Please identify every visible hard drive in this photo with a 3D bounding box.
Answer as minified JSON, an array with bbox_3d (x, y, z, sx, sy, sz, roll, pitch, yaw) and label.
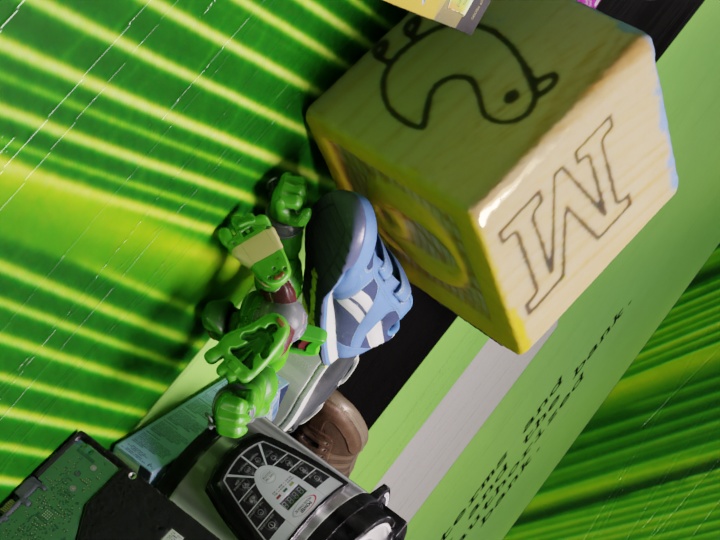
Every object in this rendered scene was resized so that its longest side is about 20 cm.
[{"bbox_3d":[-0.175,0.224,1.163,0.140,0.199,0.038,-46,162,-31],"label":"hard drive"}]

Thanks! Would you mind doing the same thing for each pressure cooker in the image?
[{"bbox_3d":[-0.064,0.233,1.322,0.177,0.199,0.178,-59,161,10],"label":"pressure cooker"}]

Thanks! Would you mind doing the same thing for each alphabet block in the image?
[{"bbox_3d":[0.108,-0.092,1.276,0.200,0.195,0.197,-45,142,-16],"label":"alphabet block"}]

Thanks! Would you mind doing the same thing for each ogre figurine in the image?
[{"bbox_3d":[-0.075,0.040,1.254,0.120,0.097,0.201,89,-6,-70],"label":"ogre figurine"}]

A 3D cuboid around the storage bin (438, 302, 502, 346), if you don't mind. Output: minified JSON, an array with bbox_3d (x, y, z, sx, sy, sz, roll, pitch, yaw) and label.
[{"bbox_3d":[0.147,-0.009,1.780,0.136,0.094,0.200,-55,163,-3],"label":"storage bin"}]

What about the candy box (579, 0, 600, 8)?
[{"bbox_3d":[0.141,-0.206,1.469,0.201,0.061,0.136,-56,163,2],"label":"candy box"}]

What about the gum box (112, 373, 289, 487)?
[{"bbox_3d":[-0.156,0.185,1.398,0.200,0.044,0.171,-30,149,-53],"label":"gum box"}]

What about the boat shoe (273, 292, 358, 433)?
[{"bbox_3d":[-0.034,0.065,1.476,0.200,0.076,0.060,-49,164,17],"label":"boat shoe"}]

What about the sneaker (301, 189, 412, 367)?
[{"bbox_3d":[0.000,0.000,1.301,0.082,0.074,0.200,-11,149,-12],"label":"sneaker"}]

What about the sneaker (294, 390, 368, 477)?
[{"bbox_3d":[-0.041,0.190,1.671,0.076,0.070,0.200,-47,160,-24],"label":"sneaker"}]

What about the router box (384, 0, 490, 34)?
[{"bbox_3d":[0.066,-0.274,1.102,0.157,0.052,0.201,8,116,-53],"label":"router box"}]
